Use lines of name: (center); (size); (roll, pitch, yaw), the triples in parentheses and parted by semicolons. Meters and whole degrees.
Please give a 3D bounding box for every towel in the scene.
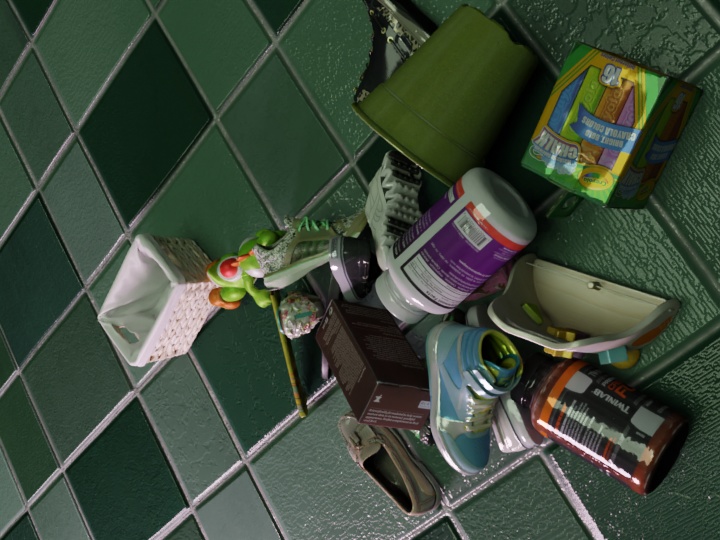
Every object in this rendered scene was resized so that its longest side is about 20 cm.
towel: (-0.110, 0.122, 1.325); (0.018, 0.086, 0.201); (-14, 103, -5)

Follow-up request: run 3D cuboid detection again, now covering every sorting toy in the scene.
sorting toy: (0.242, 0.060, 1.012); (0.200, 0.180, 0.107); (21, 105, 35)

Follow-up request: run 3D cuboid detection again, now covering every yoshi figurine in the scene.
yoshi figurine: (-0.166, -0.009, 1.388); (0.112, 0.112, 0.200); (43, 139, -15)

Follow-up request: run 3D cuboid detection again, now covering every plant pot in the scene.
plant pot: (0.123, -0.228, 1.098); (0.200, 0.200, 0.190); (44, 105, 26)

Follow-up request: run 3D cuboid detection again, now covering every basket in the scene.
basket: (-0.345, 0.049, 1.496); (0.136, 0.123, 0.200); (46, 118, 26)

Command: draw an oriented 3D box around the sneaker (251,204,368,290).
sneaker: (-0.075, -0.051, 1.264); (0.200, 0.077, 0.089); (-32, 102, 2)

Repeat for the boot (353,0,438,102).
boot: (0.023, -0.316, 1.221); (0.204, 0.073, 0.154); (49, 123, 26)

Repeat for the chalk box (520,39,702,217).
chalk box: (0.283, -0.146, 1.003); (0.124, 0.125, 0.200); (33, 113, 31)

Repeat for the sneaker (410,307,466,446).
sneaker: (0.098, 0.141, 1.193); (0.085, 0.078, 0.200); (29, 111, 33)

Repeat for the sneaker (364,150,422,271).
sneaker: (0.043, -0.070, 1.194); (0.081, 0.075, 0.200); (-39, 36, 42)

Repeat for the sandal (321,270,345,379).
sandal: (-0.030, 0.078, 1.289); (0.048, 0.075, 0.201); (9, 111, 2)

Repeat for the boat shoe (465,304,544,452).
boat shoe: (0.174, 0.147, 1.143); (0.070, 0.071, 0.200); (-27, 84, 33)

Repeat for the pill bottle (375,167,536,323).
pill bottle: (0.111, -0.024, 1.050); (0.200, 0.112, 0.113); (-44, 68, 28)

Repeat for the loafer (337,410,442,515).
loafer: (0.033, 0.280, 1.261); (0.200, 0.063, 0.072); (40, 117, 28)

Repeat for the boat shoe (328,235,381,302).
boat shoe: (0.000, 0.000, 1.203); (0.056, 0.200, 0.069); (-3, 75, 9)

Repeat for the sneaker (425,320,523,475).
sneaker: (0.149, 0.162, 1.063); (0.130, 0.079, 0.201); (-7, 95, 56)

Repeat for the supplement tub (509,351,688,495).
supplement tub: (0.282, 0.175, 1.036); (0.200, 0.107, 0.107); (30, 110, 31)

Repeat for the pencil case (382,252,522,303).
pencil case: (0.121, 0.001, 1.163); (0.200, 0.087, 0.083); (-19, 125, 37)

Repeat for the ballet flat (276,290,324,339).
ballet flat: (-0.085, 0.065, 1.288); (0.064, 0.200, 0.076); (-15, 96, 0)

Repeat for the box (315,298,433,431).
box: (0.019, 0.127, 1.180); (0.075, 0.100, 0.200); (-66, 29, 20)
